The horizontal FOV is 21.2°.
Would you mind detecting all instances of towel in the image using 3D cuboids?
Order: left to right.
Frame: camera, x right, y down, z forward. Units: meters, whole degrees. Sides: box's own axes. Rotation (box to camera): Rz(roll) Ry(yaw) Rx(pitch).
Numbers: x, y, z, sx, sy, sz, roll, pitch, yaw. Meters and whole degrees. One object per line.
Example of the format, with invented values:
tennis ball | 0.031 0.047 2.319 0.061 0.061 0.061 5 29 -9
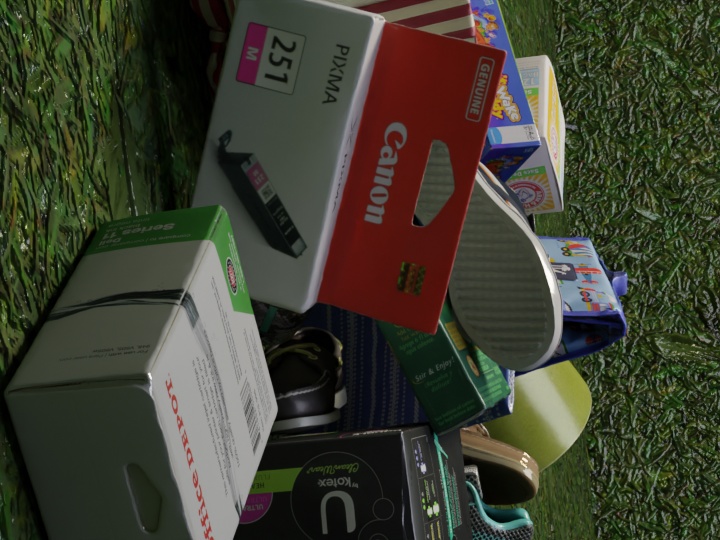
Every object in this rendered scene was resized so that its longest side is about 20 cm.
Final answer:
towel | 0.031 0.063 1.488 0.024 0.200 0.145 31 52 -46

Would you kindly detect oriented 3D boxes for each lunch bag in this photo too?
lunch bag | 0.132 0.030 1.654 0.151 0.200 0.094 -104 -173 -65

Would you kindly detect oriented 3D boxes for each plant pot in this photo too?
plant pot | 0.099 0.083 1.871 0.200 0.187 0.187 59 23 -27

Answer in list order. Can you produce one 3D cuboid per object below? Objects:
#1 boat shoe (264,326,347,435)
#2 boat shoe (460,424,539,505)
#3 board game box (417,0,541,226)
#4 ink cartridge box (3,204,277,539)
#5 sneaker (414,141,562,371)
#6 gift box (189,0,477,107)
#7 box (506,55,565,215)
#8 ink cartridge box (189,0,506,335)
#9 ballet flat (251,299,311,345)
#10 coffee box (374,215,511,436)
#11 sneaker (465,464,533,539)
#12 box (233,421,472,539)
boat shoe | -0.049 0.080 1.399 0.201 0.072 0.061 -41 125 -84
boat shoe | 0.073 0.143 1.616 0.065 0.200 0.071 -53 133 -27
board game box | 0.067 -0.115 1.541 0.200 0.045 0.135 132 -52 -60
ink cartridge box | -0.115 0.074 1.069 0.200 0.083 0.147 -73 154 -62
sneaker | 0.094 -0.013 1.376 0.079 0.078 0.200 28 32 -60
gift box | -0.026 -0.181 1.384 0.200 0.187 0.185 -119 -165 -70
box | 0.085 -0.116 1.787 0.101 0.200 0.113 70 19 -47
ink cartridge box | -0.014 -0.069 1.254 0.044 0.173 0.200 -27 132 -76
ballet flat | -0.046 -0.041 1.412 0.072 0.072 0.200 67 27 -51
coffee box | 0.035 0.015 1.362 0.200 0.044 0.123 62 12 4
sneaker | 0.055 0.184 1.547 0.200 0.091 0.078 34 11 -17
box | -0.012 0.172 1.328 0.200 0.148 0.124 6 77 -76
